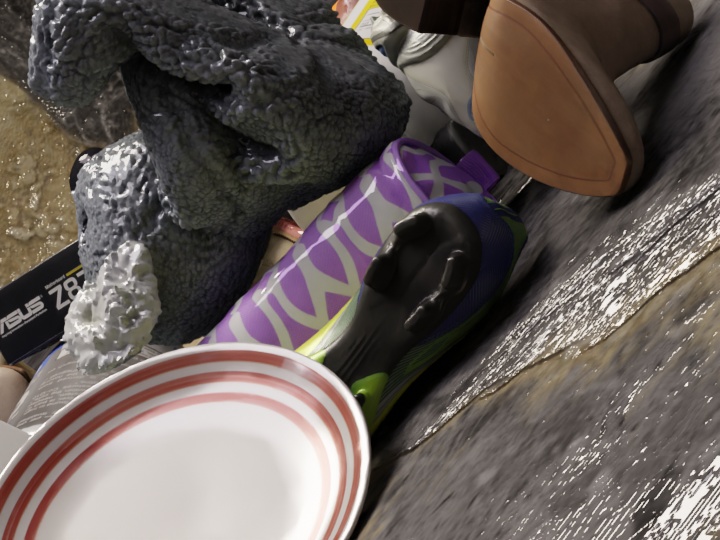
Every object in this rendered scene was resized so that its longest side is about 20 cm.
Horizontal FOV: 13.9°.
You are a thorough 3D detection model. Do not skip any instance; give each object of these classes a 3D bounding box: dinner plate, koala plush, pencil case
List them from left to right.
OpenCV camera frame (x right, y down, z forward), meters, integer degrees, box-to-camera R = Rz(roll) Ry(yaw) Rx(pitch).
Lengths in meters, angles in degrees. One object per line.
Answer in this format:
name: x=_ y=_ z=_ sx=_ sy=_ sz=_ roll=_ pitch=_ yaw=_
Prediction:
dinner plate: x=-0.086 y=0.114 z=1.343 sx=0.200 sy=0.024 sz=0.200 roll=-14 pitch=42 yaw=13
koala plush: x=-0.085 y=-0.044 z=1.524 sx=0.177 sy=0.183 sz=0.200 roll=-31 pitch=-34 yaw=-64
pencil case: x=-0.012 y=0.022 z=1.485 sx=0.200 sy=0.084 sz=0.085 roll=-45 pitch=-14 yaw=22

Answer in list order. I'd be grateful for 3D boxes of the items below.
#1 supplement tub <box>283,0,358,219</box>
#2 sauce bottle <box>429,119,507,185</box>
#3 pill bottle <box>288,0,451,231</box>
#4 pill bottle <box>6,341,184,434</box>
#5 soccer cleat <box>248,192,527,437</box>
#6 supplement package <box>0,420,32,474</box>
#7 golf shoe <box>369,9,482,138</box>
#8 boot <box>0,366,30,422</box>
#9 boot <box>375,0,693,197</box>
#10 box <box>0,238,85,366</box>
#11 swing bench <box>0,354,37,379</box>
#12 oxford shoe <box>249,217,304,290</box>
supplement tub: x=-0.003 y=-0.108 z=1.885 sx=0.200 sy=0.107 sz=0.107 roll=-45 pitch=10 yaw=26
sauce bottle: x=0.000 y=0.000 z=1.560 sx=0.200 sy=0.065 sz=0.065 roll=-44 pitch=10 yaw=26
pill bottle: x=0.029 y=-0.099 z=1.663 sx=0.111 sy=0.111 sz=0.200 roll=-41 pitch=12 yaw=44
pill bottle: x=-0.153 y=0.119 z=1.653 sx=0.114 sy=0.114 sz=0.200 roll=-46 pitch=9 yaw=23
soccer cleat: x=0.009 y=0.042 z=1.404 sx=0.084 sy=0.065 sz=0.200 roll=-9 pitch=-35 yaw=-55
supplement package: x=-0.181 y=0.177 z=1.445 sx=0.200 sy=0.119 sz=0.121 roll=-72 pitch=7 yaw=-68
golf shoe: x=0.079 y=-0.098 z=1.541 sx=0.078 sy=0.097 sz=0.200 roll=-40 pitch=-16 yaw=23
boot: x=-0.234 y=0.168 z=1.731 sx=0.146 sy=0.070 sz=0.201 roll=-31 pitch=-57 yaw=-71
boot: x=0.105 y=-0.110 z=1.395 sx=0.146 sy=0.200 sz=0.070 roll=-12 pitch=-44 yaw=-42
box: x=-0.113 y=-0.023 z=1.759 sx=0.200 sy=0.049 sz=0.161 roll=-32 pitch=-2 yaw=24
swing bench: x=-0.271 y=0.177 z=1.964 sx=0.199 sy=0.130 sz=0.200 roll=-41 pitch=18 yaw=42
oxford shoe: x=-0.039 y=0.016 z=1.724 sx=0.200 sy=0.070 sz=0.075 roll=150 pitch=141 yaw=-77
